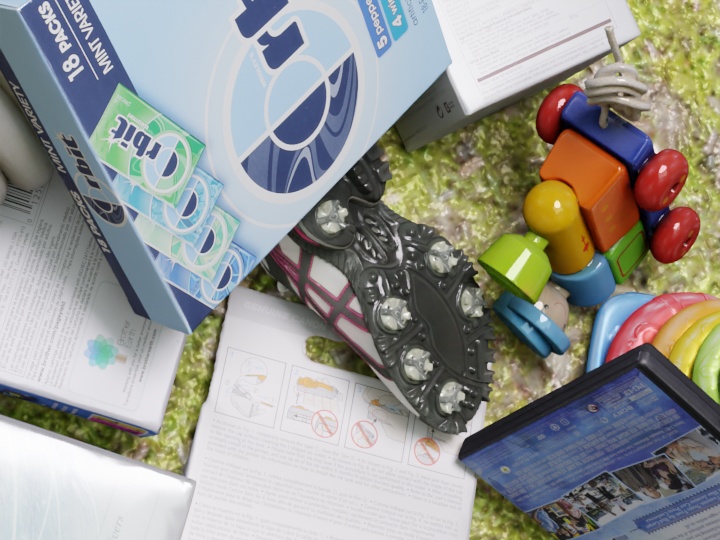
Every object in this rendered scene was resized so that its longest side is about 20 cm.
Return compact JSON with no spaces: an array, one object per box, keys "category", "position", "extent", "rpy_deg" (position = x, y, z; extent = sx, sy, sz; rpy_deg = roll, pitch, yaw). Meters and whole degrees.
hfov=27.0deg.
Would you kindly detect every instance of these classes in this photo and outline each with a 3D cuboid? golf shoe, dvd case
[{"category":"golf shoe","position":[0.000,0.000,0.795],"extent":[0.077,0.088,0.201],"rpy_deg":[-44,110,-31]},{"category":"dvd case","position":[0.167,0.128,0.783],"extent":[0.200,0.142,0.018],"rpy_deg":[40,46,-15]}]

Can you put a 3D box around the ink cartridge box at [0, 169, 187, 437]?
[{"category":"ink cartridge box","position":[-0.178,-0.011,0.743],"extent":[0.198,0.076,0.138],"rpy_deg":[19,76,-14]}]

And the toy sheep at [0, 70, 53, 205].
[{"category":"toy sheep","position":[-0.170,-0.095,0.658],"extent":[0.138,0.138,0.200],"rpy_deg":[45,83,-6]}]

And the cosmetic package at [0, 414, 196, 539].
[{"category":"cosmetic package","position":[-0.205,0.162,0.695],"extent":[0.198,0.123,0.201],"rpy_deg":[19,79,-11]}]

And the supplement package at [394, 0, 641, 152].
[{"category":"supplement package","position":[0.045,-0.185,0.807],"extent":[0.113,0.109,0.202],"rpy_deg":[-24,91,-16]}]

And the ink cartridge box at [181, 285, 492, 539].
[{"category":"ink cartridge box","position":[-0.020,0.125,0.799],"extent":[0.159,0.050,0.202],"rpy_deg":[16,62,-13]}]

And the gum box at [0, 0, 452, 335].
[{"category":"gum box","position":[-0.054,-0.103,0.652],"extent":[0.200,0.044,0.171],"rpy_deg":[-46,134,-27]}]

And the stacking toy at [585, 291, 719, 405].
[{"category":"stacking toy","position":[0.205,0.061,0.776],"extent":[0.115,0.200,0.111],"rpy_deg":[11,81,-16]}]

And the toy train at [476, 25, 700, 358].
[{"category":"toy train","position":[0.103,-0.034,0.772],"extent":[0.084,0.200,0.116],"rpy_deg":[37,83,27]}]
